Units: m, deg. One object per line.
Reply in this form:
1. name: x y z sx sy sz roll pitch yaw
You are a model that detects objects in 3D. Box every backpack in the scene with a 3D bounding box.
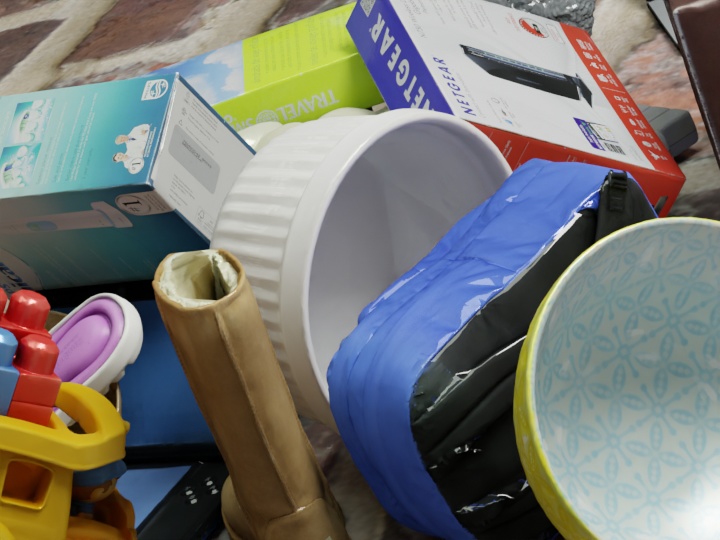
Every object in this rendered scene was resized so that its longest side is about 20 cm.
1. backpack: 0.080 0.060 1.548 0.200 0.163 0.167 -46 24 -23

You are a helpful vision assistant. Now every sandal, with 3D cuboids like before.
1. sandal: -0.219 0.085 1.686 0.203 0.050 0.082 -48 44 -1

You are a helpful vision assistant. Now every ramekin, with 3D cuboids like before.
1. ramekin: 0.000 0.000 1.654 0.105 0.201 0.200 10 37 43

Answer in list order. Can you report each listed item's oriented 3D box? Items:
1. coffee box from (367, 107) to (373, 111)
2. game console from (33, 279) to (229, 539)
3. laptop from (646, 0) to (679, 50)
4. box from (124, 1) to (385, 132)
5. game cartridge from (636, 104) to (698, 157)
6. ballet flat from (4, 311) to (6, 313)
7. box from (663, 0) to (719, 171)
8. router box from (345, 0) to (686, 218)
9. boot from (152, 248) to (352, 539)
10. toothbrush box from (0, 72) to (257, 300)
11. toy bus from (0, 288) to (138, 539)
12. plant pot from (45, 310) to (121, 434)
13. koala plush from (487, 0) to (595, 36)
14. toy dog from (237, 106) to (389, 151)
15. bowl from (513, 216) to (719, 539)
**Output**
1. coffee box: -0.067 -0.069 2.029 0.080 0.114 0.199 -36 27 -33
2. game console: -0.170 0.099 1.726 0.199 0.119 0.171 -6 26 34
3. laptop: 0.303 -0.282 2.187 0.186 0.116 0.200 -21 22 2
4. box: -0.080 -0.126 1.958 0.199 0.048 0.122 -19 23 5
5. game cartridge: 0.128 -0.060 1.941 0.200 0.039 0.129 -33 28 -27
6. ballet flat: -0.255 0.041 2.008 0.199 0.064 0.067 -30 24 -22
7. box: 0.312 -0.154 1.815 0.199 0.165 0.166 -18 22 7
8. router box: 0.101 -0.113 1.848 0.179 0.049 0.200 13 29 -27
9. boot: -0.065 0.076 1.572 0.066 0.201 0.175 -28 23 -13
10. toothbrush box: -0.167 -0.044 1.771 0.199 0.146 0.086 -6 57 32
11. toy bus: -0.195 0.110 1.541 0.199 0.193 0.136 17 8 -35
12. plant pot: -0.225 0.119 1.723 0.199 0.027 0.201 -19 51 25
13. koala plush: 0.097 -0.217 2.212 0.176 0.185 0.200 -15 0 -10
14. toy dog: 0.015 -0.021 1.834 0.193 0.140 0.200 -30 34 -18
15. bowl: 0.158 0.084 1.428 0.200 0.201 0.108 -33 -6 -27
